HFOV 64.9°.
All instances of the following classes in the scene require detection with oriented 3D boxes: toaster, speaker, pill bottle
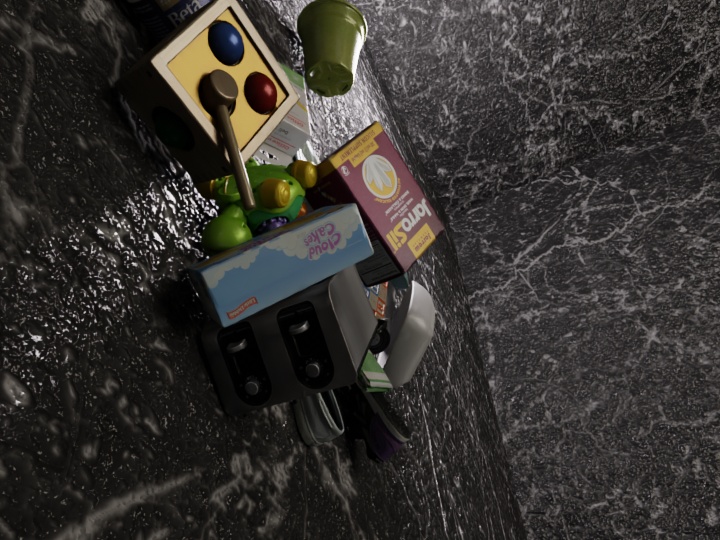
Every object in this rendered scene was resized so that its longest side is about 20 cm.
[{"bbox_3d":[-0.076,0.075,0.721,0.200,0.177,0.121,-54,126,-70],"label":"toaster"},{"bbox_3d":[0.034,0.095,1.257,0.082,0.080,0.201,63,18,-22],"label":"speaker"},{"bbox_3d":[-0.257,-0.377,0.782,0.201,0.109,0.113,53,23,-45],"label":"pill bottle"}]

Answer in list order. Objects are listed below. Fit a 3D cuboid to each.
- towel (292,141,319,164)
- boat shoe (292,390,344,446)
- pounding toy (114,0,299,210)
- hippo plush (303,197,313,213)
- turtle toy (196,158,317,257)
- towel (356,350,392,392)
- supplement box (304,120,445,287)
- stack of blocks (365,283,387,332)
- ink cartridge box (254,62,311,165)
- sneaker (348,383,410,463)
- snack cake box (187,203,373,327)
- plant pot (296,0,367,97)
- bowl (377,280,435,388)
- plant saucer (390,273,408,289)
[{"bbox_3d":[-0.109,-0.176,1.131,0.172,0.047,0.204,57,20,-53],"label":"towel"},{"bbox_3d":[-0.071,0.154,0.851,0.070,0.070,0.206,15,57,-71],"label":"boat shoe"},{"bbox_3d":[-0.176,-0.202,0.702,0.185,0.140,0.202,52,53,-31],"label":"pounding toy"},{"bbox_3d":[-0.056,-0.085,0.940,0.161,0.199,0.160,45,7,-38],"label":"hippo plush"},{"bbox_3d":[-0.149,-0.086,0.785,0.200,0.142,0.103,-48,141,-51],"label":"turtle toy"},{"bbox_3d":[-0.020,0.133,1.018,0.201,0.023,0.152,53,9,21],"label":"towel"},{"bbox_3d":[0.017,-0.099,0.871,0.131,0.102,0.202,-45,105,-36],"label":"supplement box"},{"bbox_3d":[0.000,0.000,1.042,0.115,0.057,0.205,41,50,-47],"label":"stack of blocks"},{"bbox_3d":[-0.155,-0.289,1.029,0.115,0.067,0.204,19,49,-38],"label":"ink cartridge box"},{"bbox_3d":[0.002,0.248,1.009,0.075,0.088,0.201,37,11,-43],"label":"sneaker"},{"bbox_3d":[-0.097,-0.012,0.678,0.114,0.197,0.069,3,-63,66],"label":"snack cake box"},{"bbox_3d":[-0.079,-0.582,1.523,0.200,0.196,0.189,45,40,-56],"label":"plant pot"},{"bbox_3d":[0.101,0.144,1.216,0.073,0.203,0.201,23,24,0],"label":"bowl"},{"bbox_3d":[0.041,-0.037,1.291,0.200,0.039,0.201,39,-12,10],"label":"plant saucer"}]
